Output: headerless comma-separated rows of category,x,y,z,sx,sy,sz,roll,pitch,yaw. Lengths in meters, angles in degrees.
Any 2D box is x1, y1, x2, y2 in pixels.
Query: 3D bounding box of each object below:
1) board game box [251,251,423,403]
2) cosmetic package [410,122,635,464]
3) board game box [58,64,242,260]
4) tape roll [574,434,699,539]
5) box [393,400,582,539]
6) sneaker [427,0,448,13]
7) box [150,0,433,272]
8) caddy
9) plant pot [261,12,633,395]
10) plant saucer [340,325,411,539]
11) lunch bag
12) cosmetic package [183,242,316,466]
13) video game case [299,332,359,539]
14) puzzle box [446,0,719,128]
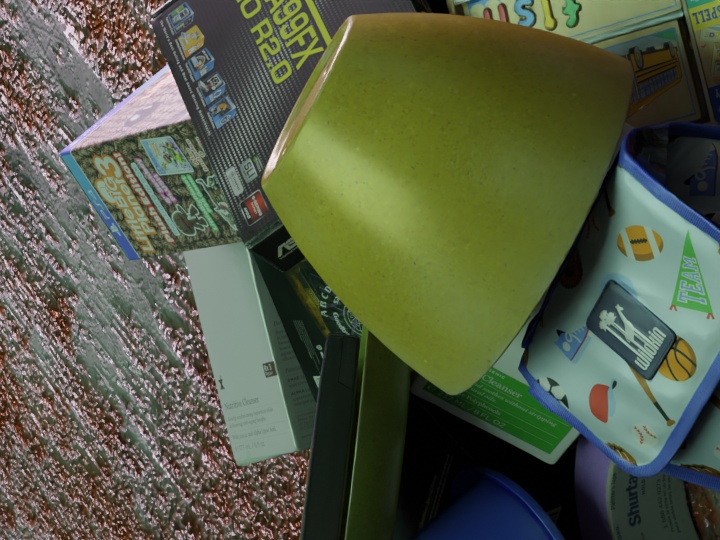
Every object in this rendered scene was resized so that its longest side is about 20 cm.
board game box,0.000,0.000,1.386,0.135,0.028,0.201,-3,125,29
cosmetic package,0.121,0.010,1.257,0.107,0.085,0.200,27,137,-5
board game box,-0.087,-0.099,1.520,0.200,0.159,0.097,-8,120,53
tape roll,0.214,0.146,1.272,0.200,0.065,0.201,28,125,49
box,0.074,0.185,1.489,0.141,0.079,0.201,44,135,34
sneaker,0.042,-0.159,1.394,0.078,0.075,0.201,46,142,37
box,-0.029,-0.123,1.316,0.160,0.044,0.201,-35,56,16
caddy,0.102,0.218,1.332,0.200,0.105,0.141,56,156,10
plant pot,0.032,-0.055,1.135,0.201,0.141,0.200,-61,8,14
plant saucer,0.009,0.105,1.320,0.200,0.031,0.201,-173,90,-90
lunch bag,0.197,0.026,1.110,0.124,0.199,0.170,-75,6,-50
cosmetic package,-0.065,0.038,1.646,0.113,0.081,0.201,-21,84,59
video game case,-0.026,0.165,1.372,0.181,0.025,0.201,98,179,-67
puzzle box,0.146,-0.133,1.240,0.199,0.025,0.134,-15,90,36
